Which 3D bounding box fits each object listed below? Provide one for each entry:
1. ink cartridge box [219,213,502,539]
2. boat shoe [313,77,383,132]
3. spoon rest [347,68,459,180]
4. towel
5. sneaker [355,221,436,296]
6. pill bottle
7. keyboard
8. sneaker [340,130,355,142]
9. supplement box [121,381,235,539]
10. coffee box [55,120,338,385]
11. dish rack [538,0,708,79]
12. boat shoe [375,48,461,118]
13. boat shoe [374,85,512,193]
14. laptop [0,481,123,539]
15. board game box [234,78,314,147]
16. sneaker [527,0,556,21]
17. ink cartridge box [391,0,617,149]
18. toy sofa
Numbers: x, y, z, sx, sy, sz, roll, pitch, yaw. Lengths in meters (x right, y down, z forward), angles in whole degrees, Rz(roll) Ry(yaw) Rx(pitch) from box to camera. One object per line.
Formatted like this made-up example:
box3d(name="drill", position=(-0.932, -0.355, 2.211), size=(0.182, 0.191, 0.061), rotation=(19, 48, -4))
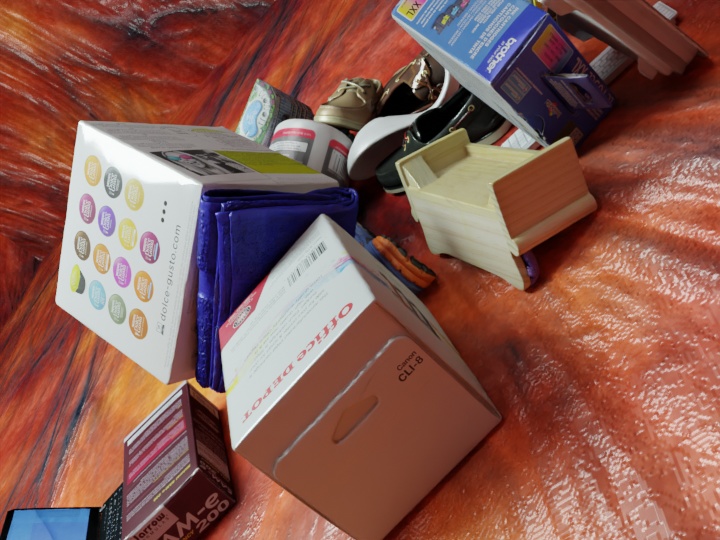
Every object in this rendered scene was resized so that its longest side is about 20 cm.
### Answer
box3d(name="ink cartridge box", position=(-0.011, 0.078, 0.654), size=(0.145, 0.144, 0.200), rotation=(-46, 22, 7))
box3d(name="boat shoe", position=(-0.013, -0.223, 1.093), size=(0.200, 0.070, 0.066), rotation=(-49, -33, -70))
box3d(name="spoon rest", position=(0.053, -0.178, 0.983), size=(0.099, 0.061, 0.201), rotation=(-14, -32, -53))
box3d(name="towel", position=(-0.077, 0.022, 0.759), size=(0.050, 0.145, 0.203), rotation=(-122, 35, -53))
box3d(name="sneaker", position=(0.000, 0.000, 0.845), size=(0.079, 0.075, 0.200), rotation=(-55, 22, -2))
box3d(name="pill bottle", position=(-0.079, -0.074, 1.023), size=(0.110, 0.110, 0.203), rotation=(-11, 59, 56))
box3d(name="keyboard", position=(0.212, -0.177, 0.788), size=(0.200, 0.011, 0.057), rotation=(-42, 25, 20))
box3d(name="sneaker", position=(-0.074, -0.105, 1.147), size=(0.201, 0.078, 0.090), rotation=(-51, 8, -4))
box3d(name="supplement box", position=(-0.202, 0.215, 0.903), size=(0.109, 0.061, 0.200), rotation=(-43, 23, 3))
box3d(name="coffee box", position=(-0.173, -0.030, 0.871), size=(0.196, 0.199, 0.203), rotation=(27, 112, 31))
box3d(name="dish rack", position=(0.173, -0.222, 0.673), size=(0.044, 0.198, 0.172), rotation=(-58, 38, 18))
box3d(name="boat shoe", position=(0.088, -0.236, 1.032), size=(0.071, 0.070, 0.199), rotation=(-56, 14, -29))
box3d(name="boat shoe", position=(0.081, -0.150, 0.929), size=(0.200, 0.063, 0.075), rotation=(-27, 35, 47))
box3d(name="laptop", position=(-0.331, 0.292, 0.983), size=(0.200, 0.103, 0.178), rotation=(-48, 24, 7))
box3d(name="board game box", position=(-0.136, -0.145, 1.124), size=(0.203, 0.061, 0.200), rotation=(-66, -15, 8))
box3d(name="sneaker", position=(0.201, -0.305, 0.945), size=(0.083, 0.076, 0.200), rotation=(-15, 17, 1))
box3d(name="ink cartridge box", position=(0.134, -0.183, 0.732), size=(0.077, 0.136, 0.201), rotation=(-49, 45, 12))
box3d(name="toy sofa", position=(0.116, -0.062, 0.731), size=(0.082, 0.099, 0.200), rotation=(-29, 19, -13))
